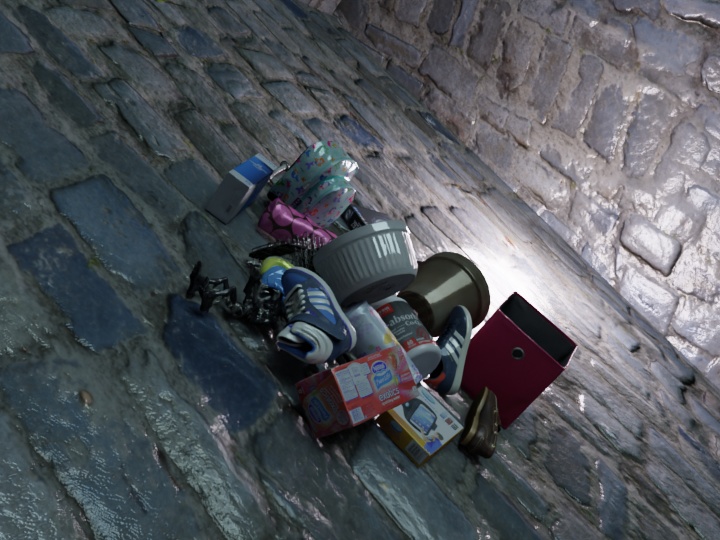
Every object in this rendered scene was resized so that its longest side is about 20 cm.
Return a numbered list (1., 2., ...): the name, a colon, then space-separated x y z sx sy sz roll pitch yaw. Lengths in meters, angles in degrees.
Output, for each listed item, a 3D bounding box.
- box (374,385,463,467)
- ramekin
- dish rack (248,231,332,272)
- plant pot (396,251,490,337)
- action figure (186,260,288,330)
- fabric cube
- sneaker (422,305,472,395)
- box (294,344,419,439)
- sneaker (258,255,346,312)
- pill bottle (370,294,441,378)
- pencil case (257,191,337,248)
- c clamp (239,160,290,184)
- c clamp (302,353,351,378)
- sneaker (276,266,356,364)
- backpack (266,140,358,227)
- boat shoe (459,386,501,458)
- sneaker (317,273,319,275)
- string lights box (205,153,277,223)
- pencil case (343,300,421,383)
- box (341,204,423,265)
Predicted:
1. box: 0.119 0.290 1.598 0.119 0.042 0.200 44 25 15
2. ramekin: 0.017 -0.006 1.631 0.200 0.200 0.105 2 62 -55
3. dish rack: -0.124 -0.040 1.729 0.200 0.153 0.055 14 69 -45
4. plant pot: 0.168 0.074 1.924 0.200 0.200 0.173 46 41 18
5. action figure: -0.201 0.044 1.505 0.200 0.102 0.119 19 18 -36
6. fabric cube: 0.340 0.197 1.898 0.196 0.199 0.200 43 23 10
7. sneaker: 0.179 0.161 1.791 0.084 0.075 0.200 20 65 -18
8. box: -0.003 0.203 1.434 0.200 0.095 0.103 -14 81 -52
9. sneaker: -0.123 0.061 1.653 0.200 0.076 0.105 34 41 -13
10. pill bottle: 0.070 0.128 1.731 0.116 0.116 0.200 13 33 -46
11. pencil case: -0.128 -0.085 1.884 0.200 0.091 0.094 34 6 -15
12. c clamp: -0.196 -0.239 2.142 0.171 0.027 0.200 40 23 5
13. c clamp: -0.071 0.164 1.541 0.171 0.027 0.200 42 20 -25
14. sneaker: -0.107 0.078 1.474 0.200 0.081 0.146 51 31 18
15. backpack: -0.098 -0.203 1.977 0.151 0.200 0.177 44 17 21
16. boat shoe: 0.253 0.313 1.717 0.070 0.070 0.200 31 31 1
17. sneaker: 0.000 0.000 1.810 0.200 0.071 0.075 1 -13 42
18. string lights box: -0.258 -0.182 1.843 0.059 0.103 0.200 36 22 -2
19. pencil case: 0.029 0.154 1.598 0.200 0.091 0.083 52 20 -3
20. box: 0.057 -0.084 2.206 0.160 0.044 0.200 12 34 -46
